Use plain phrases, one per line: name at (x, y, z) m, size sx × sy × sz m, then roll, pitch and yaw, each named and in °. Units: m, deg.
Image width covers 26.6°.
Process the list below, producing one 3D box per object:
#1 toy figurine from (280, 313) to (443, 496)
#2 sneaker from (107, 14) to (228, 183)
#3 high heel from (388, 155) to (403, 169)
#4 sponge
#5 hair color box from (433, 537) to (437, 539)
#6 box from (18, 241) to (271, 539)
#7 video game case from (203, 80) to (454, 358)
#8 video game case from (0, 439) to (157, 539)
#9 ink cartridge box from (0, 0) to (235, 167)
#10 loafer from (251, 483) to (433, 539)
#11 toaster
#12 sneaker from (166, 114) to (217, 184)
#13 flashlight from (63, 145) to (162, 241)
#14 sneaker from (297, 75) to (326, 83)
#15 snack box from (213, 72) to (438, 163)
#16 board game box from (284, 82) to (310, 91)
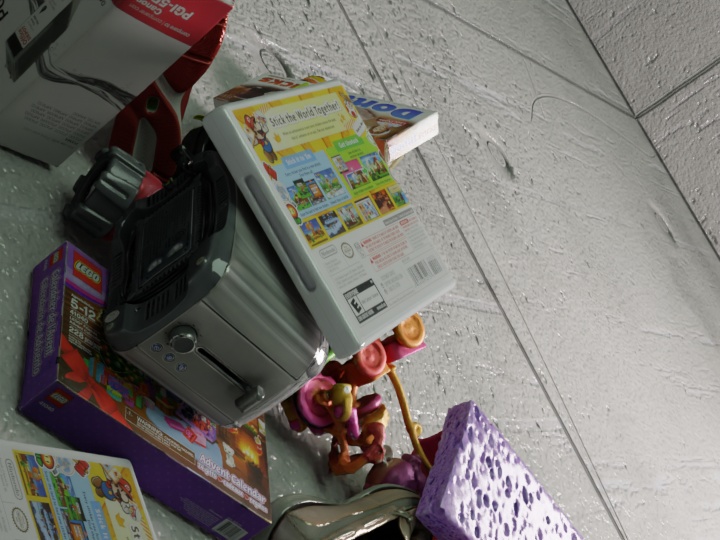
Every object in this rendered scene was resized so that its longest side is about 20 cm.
toy figurine at (0.023, 0.132, 1.242) m, size 0.200 × 0.150 × 0.185 m, roll -31°, pitch 96°, yaw -47°
sneaker at (-0.161, -0.175, 1.216) m, size 0.078 × 0.201 × 0.116 m, roll 16°, pitch 24°, yaw -19°
high heel at (-0.047, -0.123, 1.367) m, size 0.071 × 0.200 × 0.143 m, roll -40°, pitch 99°, yaw -37°
sponge at (0.119, 0.208, 1.214) m, size 0.200 × 0.030 × 0.112 m, roll 50°, pitch 39°, yaw -28°
hair color box at (0.109, 0.256, 1.299) m, size 0.102 × 0.061 × 0.200 m, roll 55°, pitch 23°, yaw -4°
box at (-0.143, 0.086, 1.047) m, size 0.200 × 0.039 × 0.137 m, roll 40°, pitch 25°, yaw -34°
video game case at (-0.016, -0.044, 1.079) m, size 0.183 × 0.023 × 0.200 m, roll 60°, pitch 25°, yaw 1°
video game case at (-0.168, 0.190, 0.872) m, size 0.182 × 0.023 × 0.201 m, roll 21°, pitch 39°, yaw -55°
ink cartridge box at (-0.204, -0.196, 1.111) m, size 0.083 × 0.200 × 0.147 m, roll 20°, pitch 40°, yaw -50°
loafer at (0.003, 0.202, 1.124) m, size 0.063 × 0.072 × 0.199 m, roll 26°, pitch 10°, yaw 36°
toaster at (-0.097, 0.012, 1.051) m, size 0.129 × 0.113 × 0.201 m, roll 46°, pitch 19°, yaw -29°
sneaker at (-0.107, -0.038, 1.239) m, size 0.072 × 0.083 × 0.201 m, roll 8°, pitch 51°, yaw -61°
flashlight at (-0.125, -0.014, 1.151) m, size 0.200 × 0.068 × 0.068 m, roll 36°, pitch 72°, yaw -21°
sneaker at (-0.033, -0.102, 1.525) m, size 0.090 × 0.070 × 0.201 m, roll -18°, pitch 73°, yaw -52°
snack box at (-0.032, -0.133, 1.316) m, size 0.072 × 0.199 × 0.024 m, roll -32°, pitch 128°, yaw -41°
board game box at (-0.053, -0.061, 1.275) m, size 0.102 × 0.047 × 0.200 m, roll 62°, pitch -18°, yaw 15°
